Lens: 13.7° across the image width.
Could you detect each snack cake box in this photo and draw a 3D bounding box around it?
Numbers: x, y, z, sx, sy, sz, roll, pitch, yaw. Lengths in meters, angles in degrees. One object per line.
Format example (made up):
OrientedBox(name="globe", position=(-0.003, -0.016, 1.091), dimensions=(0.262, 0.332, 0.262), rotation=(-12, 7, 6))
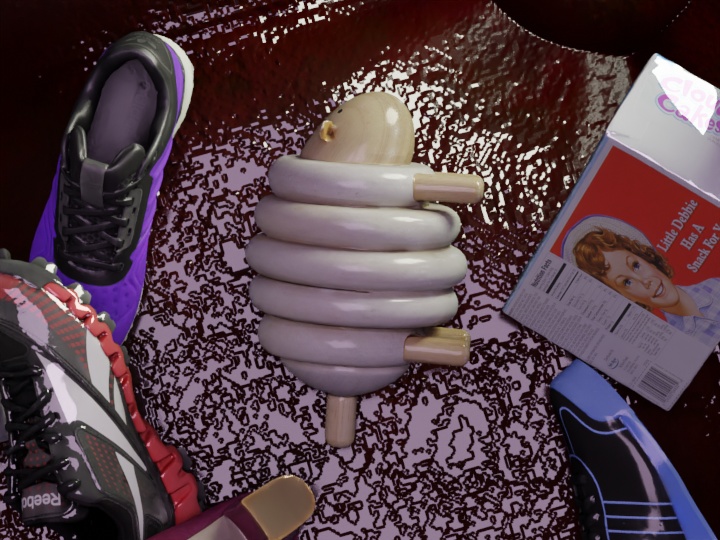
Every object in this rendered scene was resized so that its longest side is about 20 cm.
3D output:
OrientedBox(name="snack cake box", position=(0.165, -0.018, 1.635), dimensions=(0.115, 0.200, 0.067), rotation=(32, 58, 3))

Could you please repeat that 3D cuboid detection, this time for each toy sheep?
OrientedBox(name="toy sheep", position=(0.000, 0.000, 1.675), dimensions=(0.137, 0.138, 0.202), rotation=(5, 92, 1))

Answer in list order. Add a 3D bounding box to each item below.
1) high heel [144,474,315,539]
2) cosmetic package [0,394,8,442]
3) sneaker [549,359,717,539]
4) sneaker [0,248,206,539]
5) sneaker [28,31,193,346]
OrientedBox(name="high heel", position=(-0.116, 0.176, 1.642), dimensions=(0.200, 0.096, 0.067), rotation=(-34, 81, -29))
OrientedBox(name="cosmetic package", position=(-0.252, 0.056, 1.632), dimensions=(0.074, 0.200, 0.102), rotation=(-17, 85, 6))
OrientedBox(name="sneaker", position=(0.152, 0.150, 1.691), dimensions=(0.078, 0.070, 0.201), rotation=(-32, 87, -7))
OrientedBox(name="sneaker", position=(-0.165, 0.087, 1.656), dimensions=(0.098, 0.071, 0.201), rotation=(-46, 114, -42))
OrientedBox(name="sneaker", position=(-0.149, -0.041, 1.689), dimensions=(0.069, 0.100, 0.202), rotation=(13, 89, 1))
